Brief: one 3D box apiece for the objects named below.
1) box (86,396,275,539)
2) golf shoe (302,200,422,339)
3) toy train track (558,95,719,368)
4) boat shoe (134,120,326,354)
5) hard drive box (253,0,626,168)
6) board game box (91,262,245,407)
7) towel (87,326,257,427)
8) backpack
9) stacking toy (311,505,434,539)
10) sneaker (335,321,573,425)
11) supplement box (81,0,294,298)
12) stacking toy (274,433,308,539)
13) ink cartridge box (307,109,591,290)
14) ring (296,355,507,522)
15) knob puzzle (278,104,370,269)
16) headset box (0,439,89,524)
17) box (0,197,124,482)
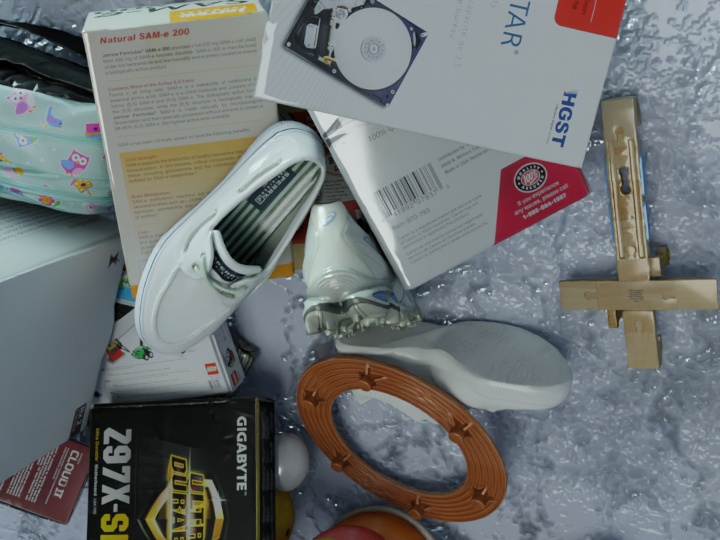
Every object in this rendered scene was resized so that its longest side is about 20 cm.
[{"bbox_3d":[-0.154,0.212,0.858,0.159,0.049,0.201,-4,78,15],"label":"box"},{"bbox_3d":[0.000,0.000,0.741,0.078,0.200,0.098,-10,82,3],"label":"golf shoe"},{"bbox_3d":[0.200,-0.027,0.727,0.114,0.033,0.201,-1,108,30],"label":"toy train track"},{"bbox_3d":[-0.095,-0.016,0.693,0.073,0.067,0.200,28,105,-22],"label":"boat shoe"},{"bbox_3d":[0.049,-0.160,0.595,0.199,0.077,0.157,10,102,-6],"label":"hard drive box"},{"bbox_3d":[-0.214,0.058,0.895,0.199,0.035,0.127,-8,109,22],"label":"board game box"},{"bbox_3d":[-0.217,0.086,0.941,0.200,0.035,0.193,37,122,3],"label":"towel"},{"bbox_3d":[-0.274,-0.124,0.800,0.199,0.167,0.127,14,114,-3],"label":"backpack"},{"bbox_3d":[-0.024,0.275,0.841,0.146,0.200,0.147,-7,76,29],"label":"stacking toy"},{"bbox_3d":[0.077,0.093,0.813,0.199,0.075,0.089,8,122,29],"label":"sneaker"},{"bbox_3d":[-0.122,-0.091,0.734,0.125,0.074,0.201,-8,115,-8],"label":"supplement box"},{"bbox_3d":[-0.111,0.233,0.921,0.146,0.146,0.200,32,108,4],"label":"stacking toy"},{"bbox_3d":[0.046,-0.112,0.688,0.145,0.083,0.201,-27,102,5],"label":"ink cartridge box"},{"bbox_3d":[0.029,0.150,0.844,0.200,0.019,0.201,21,139,19],"label":"ring"},{"bbox_3d":[-0.042,-0.099,0.786,0.219,0.030,0.221,9,118,18],"label":"knob puzzle"},{"bbox_3d":[-0.339,0.180,0.945,0.199,0.075,0.149,23,162,-10],"label":"headset box"},{"bbox_3d":[-0.304,0.052,0.789,0.130,0.200,0.200,23,110,13],"label":"box"}]
